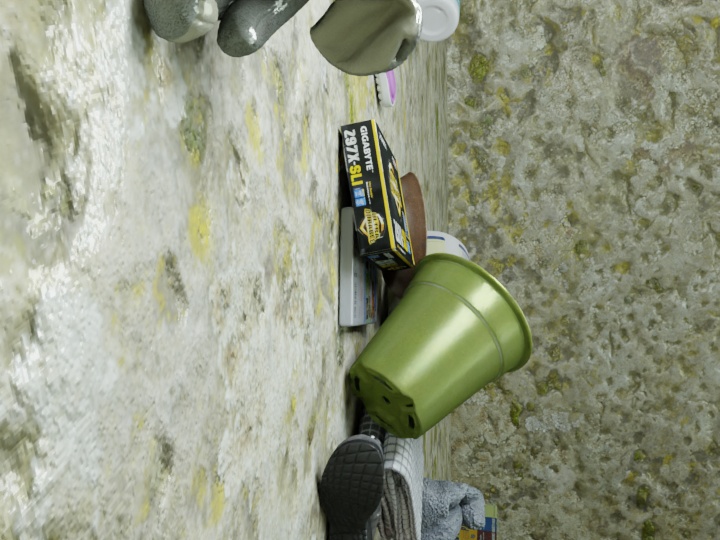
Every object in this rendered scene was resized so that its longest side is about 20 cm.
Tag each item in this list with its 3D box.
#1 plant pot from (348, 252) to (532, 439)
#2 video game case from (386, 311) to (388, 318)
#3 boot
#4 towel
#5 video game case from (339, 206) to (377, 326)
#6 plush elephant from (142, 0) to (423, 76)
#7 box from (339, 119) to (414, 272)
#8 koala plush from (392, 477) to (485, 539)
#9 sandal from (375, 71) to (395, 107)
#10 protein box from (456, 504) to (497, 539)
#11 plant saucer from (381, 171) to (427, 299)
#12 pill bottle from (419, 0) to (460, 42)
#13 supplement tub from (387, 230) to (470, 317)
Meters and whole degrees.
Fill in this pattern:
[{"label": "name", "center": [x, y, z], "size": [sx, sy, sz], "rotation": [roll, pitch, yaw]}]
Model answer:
[{"label": "plant pot", "center": [0.089, 0.113, 1.001], "size": [0.190, 0.199, 0.201], "rotation": [-41, 142, -30]}, {"label": "video game case", "center": [0.057, 0.184, 1.342], "size": [0.201, 0.025, 0.182], "rotation": [-76, 164, -55]}, {"label": "boot", "center": [-0.002, 0.234, 0.891], "size": [0.132, 0.069, 0.201], "rotation": [-70, 170, -56]}, {"label": "towel", "center": [0.040, 0.270, 1.092], "size": [0.166, 0.085, 0.201], "rotation": [-81, 165, -48]}, {"label": "video game case", "center": [0.000, 0.000, 1.020], "size": [0.200, 0.018, 0.145], "rotation": [15, 75, -80]}, {"label": "plush elephant", "center": [-0.026, -0.206, 0.456], "size": [0.200, 0.153, 0.166], "rotation": [-18, 108, -79]}, {"label": "box", "center": [0.025, -0.088, 0.993], "size": [0.200, 0.049, 0.161], "rotation": [32, 50, -78]}, {"label": "koala plush", "center": [0.109, 0.459, 1.292], "size": [0.184, 0.176, 0.202], "rotation": [47, 44, -59]}, {"label": "sandal", "center": [0.045, -0.340, 1.165], "size": [0.203, 0.049, 0.083], "rotation": [78, 16, -51]}, {"label": "protein box", "center": [0.262, 0.735, 2.044], "size": [0.135, 0.198, 0.200], "rotation": [-74, 162, -57]}, {"label": "plant saucer", "center": [0.059, -0.048, 1.168], "size": [0.200, 0.036, 0.202], "rotation": [179, -90, -79]}, {"label": "pill bottle", "center": [0.158, -0.580, 1.626], "size": [0.111, 0.110, 0.201], "rotation": [80, 15, -46]}, {"label": "supplement tub", "center": [0.118, 0.047, 1.289], "size": [0.201, 0.144, 0.146], "rotation": [-87, 171, -47]}]
